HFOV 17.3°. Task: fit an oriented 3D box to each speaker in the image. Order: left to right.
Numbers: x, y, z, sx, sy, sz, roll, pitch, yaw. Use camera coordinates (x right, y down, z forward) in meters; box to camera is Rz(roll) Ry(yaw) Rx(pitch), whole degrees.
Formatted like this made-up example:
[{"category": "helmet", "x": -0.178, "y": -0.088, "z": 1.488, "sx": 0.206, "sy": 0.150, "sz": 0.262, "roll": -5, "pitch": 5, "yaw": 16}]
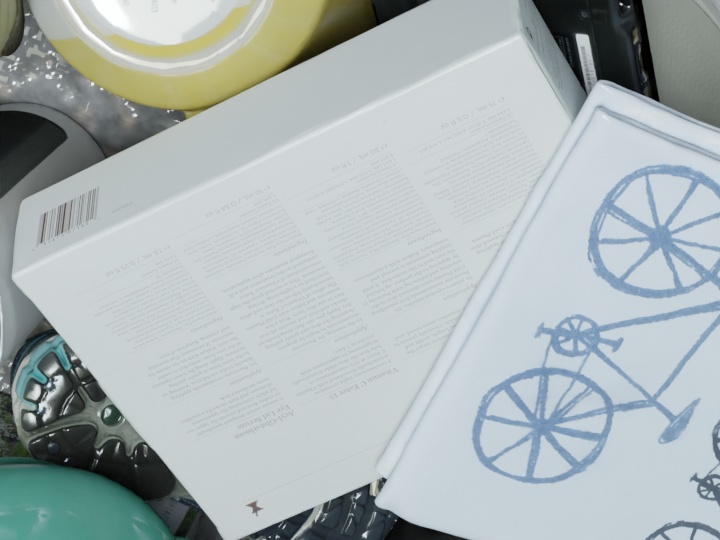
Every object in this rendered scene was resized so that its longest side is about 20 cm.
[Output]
[{"category": "speaker", "x": -0.150, "y": -0.006, "z": 0.895, "sx": 0.080, "sy": 0.200, "sz": 0.082, "roll": 2, "pitch": 104, "yaw": 6}]

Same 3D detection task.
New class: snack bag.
[{"category": "snack bag", "x": 0.129, "y": 0.042, "z": 0.831, "sx": 0.199, "sy": 0.021, "sz": 0.189, "roll": 19, "pitch": 122, "yaw": -13}]

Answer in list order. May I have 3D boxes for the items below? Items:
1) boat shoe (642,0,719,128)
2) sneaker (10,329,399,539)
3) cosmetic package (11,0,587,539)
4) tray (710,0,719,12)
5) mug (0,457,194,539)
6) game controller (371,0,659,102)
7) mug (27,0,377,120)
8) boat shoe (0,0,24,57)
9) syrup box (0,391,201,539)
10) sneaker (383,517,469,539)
[{"category": "boat shoe", "x": 0.085, "y": -0.088, "z": 0.899, "sx": 0.200, "sy": 0.074, "sz": 0.060, "roll": 47, "pitch": 146, "yaw": -17}, {"category": "sneaker", "x": -0.053, "y": 0.067, "z": 0.972, "sx": 0.199, "sy": 0.086, "sz": 0.078, "roll": 26, "pitch": 92, "yaw": -23}, {"category": "cosmetic package", "x": 0.000, "y": 0.000, "z": 0.841, "sx": 0.199, "sy": 0.052, "sz": 0.151, "roll": -24, "pitch": 124, "yaw": 15}, {"category": "tray", "x": 0.141, "y": -0.002, "z": 0.954, "sx": 0.107, "sy": 0.022, "sz": 0.201, "roll": -21, "pitch": 100, "yaw": 11}, {"category": "mug", "x": -0.124, "y": 0.143, "z": 0.885, "sx": 0.152, "sy": 0.184, "sz": 0.115, "roll": -36, "pitch": 56, "yaw": 31}, {"category": "game controller", "x": 0.055, "y": -0.081, "z": 0.851, "sx": 0.103, "sy": 0.042, "sz": 0.201, "roll": 4, "pitch": 134, "yaw": 23}, {"category": "mug", "x": -0.047, "y": -0.113, "z": 0.881, "sx": 0.149, "sy": 0.153, "sz": 0.187, "roll": -43, "pitch": 96, "yaw": 14}, {"category": "boat shoe", "x": -0.174, "y": -0.105, "z": 0.874, "sx": 0.073, "sy": 0.200, "sz": 0.076, "roll": -13, "pitch": 88, "yaw": -20}, {"category": "syrup box", "x": -0.172, "y": 0.096, "z": 0.987, "sx": 0.199, "sy": 0.079, "sz": 0.082, "roll": 24, "pitch": 106, "yaw": 1}, {"category": "sneaker", "x": 0.052, "y": 0.136, "z": 0.877, "sx": 0.073, "sy": 0.200, "sz": 0.082, "roll": 22, "pitch": 97, "yaw": -31}]
